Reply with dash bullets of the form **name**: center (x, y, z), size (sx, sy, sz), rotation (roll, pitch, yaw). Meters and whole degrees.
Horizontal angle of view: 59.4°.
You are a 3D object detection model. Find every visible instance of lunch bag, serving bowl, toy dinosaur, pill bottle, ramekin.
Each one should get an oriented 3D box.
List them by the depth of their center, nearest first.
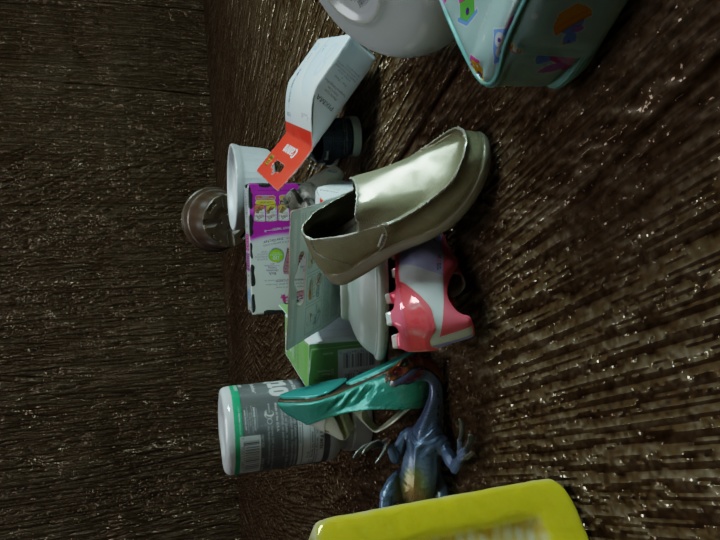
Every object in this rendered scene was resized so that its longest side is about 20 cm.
- **lunch bag**: center (0.112, -0.227, 0.371), size (0.201, 0.076, 0.163), rotation (111, 152, -50)
- **serving bowl**: center (0.008, -0.267, 0.538), size (0.199, 0.066, 0.201), rotation (40, 158, 19)
- **toy dinosaur**: center (0.047, 0.186, 0.623), size (0.201, 0.103, 0.184), rotation (89, -166, -65)
- **pill bottle**: center (-0.089, 0.206, 0.857), size (0.113, 0.196, 0.116), rotation (178, 90, -71)
- **ramekin**: center (-0.262, -0.198, 1.510), size (0.200, 0.096, 0.205), rotation (178, 90, -72)

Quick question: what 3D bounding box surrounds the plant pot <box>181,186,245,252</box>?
- **plant pot**: center (-0.416, -0.151, 1.873), size (0.197, 0.197, 0.205), rotation (-170, 78, -64)

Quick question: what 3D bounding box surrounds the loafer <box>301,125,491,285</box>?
- **loafer**: center (0.024, -0.058, 0.550), size (0.199, 0.068, 0.077), rotation (-37, 40, 26)

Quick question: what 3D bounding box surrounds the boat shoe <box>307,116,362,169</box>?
- **boat shoe**: center (-0.052, -0.184, 0.912), size (0.200, 0.061, 0.076), rotation (-148, 56, -69)

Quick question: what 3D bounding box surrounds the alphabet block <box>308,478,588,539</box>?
- **alphabet block**: center (0.057, 0.286, 0.427), size (0.202, 0.192, 0.199), rotation (109, 150, -46)

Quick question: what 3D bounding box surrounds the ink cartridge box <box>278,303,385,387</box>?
- **ink cartridge box**: center (-0.045, 0.096, 0.859), size (0.200, 0.102, 0.061), rotation (-149, 59, -69)

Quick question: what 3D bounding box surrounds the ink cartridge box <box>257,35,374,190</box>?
- **ink cartridge box**: center (-0.078, -0.211, 0.825), size (0.201, 0.047, 0.160), rotation (-53, 26, 2)

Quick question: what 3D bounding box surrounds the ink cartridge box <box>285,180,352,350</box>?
- **ink cartridge box**: center (-0.051, -0.014, 0.767), size (0.199, 0.046, 0.163), rotation (-30, -53, -60)

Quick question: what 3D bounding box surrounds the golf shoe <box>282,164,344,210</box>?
- **golf shoe**: center (-0.041, -0.069, 0.903), size (0.078, 0.097, 0.201), rotation (38, 163, 19)

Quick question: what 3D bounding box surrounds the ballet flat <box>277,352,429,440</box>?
- **ballet flat**: center (-0.009, 0.148, 0.693), size (0.198, 0.067, 0.072), rotation (-22, 86, 31)

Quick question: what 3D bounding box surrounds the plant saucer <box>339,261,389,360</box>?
- **plant saucer**: center (0.000, 0.000, 0.714), size (0.200, 0.049, 0.205), rotation (178, 90, -87)

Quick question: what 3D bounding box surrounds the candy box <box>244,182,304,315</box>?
- **candy box**: center (-0.115, -0.036, 1.009), size (0.061, 0.134, 0.204), rotation (-170, 78, -73)

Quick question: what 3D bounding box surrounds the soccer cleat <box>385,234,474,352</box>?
- **soccer cleat**: center (0.062, -0.009, 0.597), size (0.202, 0.075, 0.067), rotation (-87, -12, -45)
